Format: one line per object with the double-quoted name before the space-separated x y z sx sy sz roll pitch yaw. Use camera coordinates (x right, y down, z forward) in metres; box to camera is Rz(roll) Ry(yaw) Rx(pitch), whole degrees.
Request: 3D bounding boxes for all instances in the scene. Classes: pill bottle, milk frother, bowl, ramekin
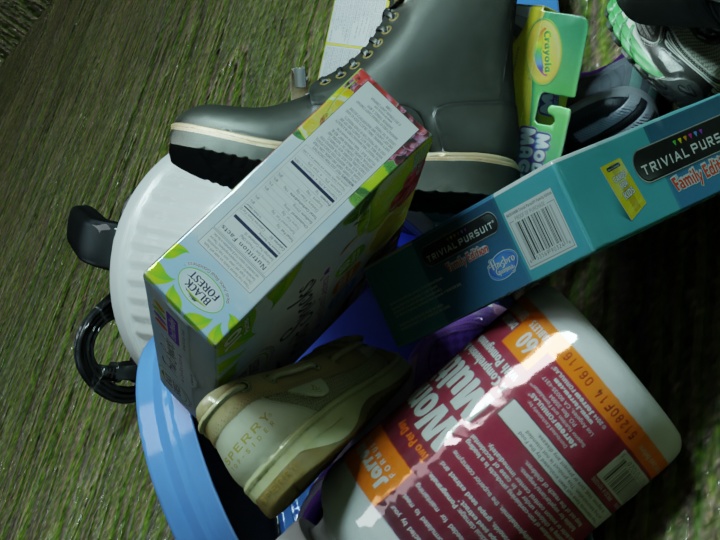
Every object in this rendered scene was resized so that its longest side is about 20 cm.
"pill bottle" 0.051 0.110 0.804 0.200 0.110 0.110 -41 23 1
"milk frother" -0.159 0.027 1.426 0.188 0.178 0.203 -153 53 -69
"bowl" -0.073 0.119 0.988 0.039 0.202 0.202 -22 32 13
"ramekin" -0.065 0.005 1.143 0.105 0.199 0.202 9 67 56

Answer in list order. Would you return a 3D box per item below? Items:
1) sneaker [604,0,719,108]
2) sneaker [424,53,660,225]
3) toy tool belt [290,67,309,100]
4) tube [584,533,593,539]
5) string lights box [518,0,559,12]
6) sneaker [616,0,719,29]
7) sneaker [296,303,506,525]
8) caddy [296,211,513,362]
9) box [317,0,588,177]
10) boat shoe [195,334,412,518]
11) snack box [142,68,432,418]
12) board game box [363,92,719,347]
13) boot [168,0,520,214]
"sneaker" 0.200 -0.174 0.971 0.085 0.078 0.202 -35 30 42
"sneaker" 0.115 -0.077 1.050 0.199 0.075 0.088 -22 29 38
"toy tool belt" 0.023 -0.109 1.247 0.200 0.121 0.127 -168 73 -72
"tube" 0.047 0.171 0.878 0.199 0.050 0.078 -34 40 30
"string lights box" 0.088 -0.166 1.151 0.201 0.101 0.060 -86 -3 -52
"sneaker" 0.219 -0.148 0.849 0.198 0.076 0.092 -6 61 39
"sneaker" 0.026 0.107 0.921 0.201 0.080 0.088 -53 -10 21
"caddy" 0.000 0.000 1.009 0.106 0.198 0.142 -60 5 20
"box" 0.057 -0.107 1.007 0.199 0.048 0.119 15 94 45
"boat shoe" -0.027 0.066 0.843 0.073 0.063 0.201 -48 -4 19
"snack box" -0.039 -0.001 0.818 0.142 0.053 0.200 -44 -10 -15
"board game box" 0.120 -0.034 0.837 0.199 0.047 0.150 -23 -4 -40
"boot" -0.005 -0.111 0.934 0.077 0.197 0.140 134 142 -77
